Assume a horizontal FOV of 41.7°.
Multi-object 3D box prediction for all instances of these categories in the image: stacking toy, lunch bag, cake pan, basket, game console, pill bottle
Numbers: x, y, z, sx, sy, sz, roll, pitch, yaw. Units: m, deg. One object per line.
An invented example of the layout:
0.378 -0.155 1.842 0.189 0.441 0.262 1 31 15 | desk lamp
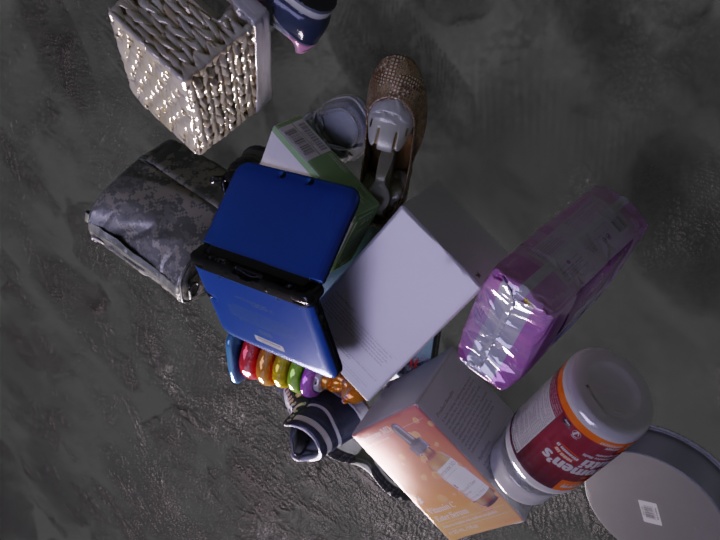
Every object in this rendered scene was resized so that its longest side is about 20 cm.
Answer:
-0.074 0.124 1.257 0.197 0.116 0.111 25 142 22 | stacking toy
-0.255 -0.062 1.294 0.198 0.167 0.141 34 140 19 | lunch bag
0.343 0.265 1.087 0.198 0.037 0.203 27 138 27 | cake pan
-0.185 -0.239 1.058 0.135 0.123 0.200 42 164 9 | basket
-0.080 -0.004 1.043 0.198 0.118 0.173 18 138 41 | game console
0.229 0.181 1.059 0.109 0.109 0.201 41 139 9 | pill bottle

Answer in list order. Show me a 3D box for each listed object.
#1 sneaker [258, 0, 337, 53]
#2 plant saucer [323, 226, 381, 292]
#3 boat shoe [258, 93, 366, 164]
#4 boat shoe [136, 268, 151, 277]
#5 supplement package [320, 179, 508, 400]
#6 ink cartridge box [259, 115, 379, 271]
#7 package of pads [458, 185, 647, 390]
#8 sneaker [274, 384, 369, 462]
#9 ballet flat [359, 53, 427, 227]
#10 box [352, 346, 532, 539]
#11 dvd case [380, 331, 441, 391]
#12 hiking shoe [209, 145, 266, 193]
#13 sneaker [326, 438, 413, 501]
-0.117 -0.312 1.019 0.200 0.070 0.082 43 141 10 | sneaker
0.000 0.000 1.151 0.196 0.027 0.204 6 106 19 | plant saucer
-0.055 -0.144 1.107 0.200 0.065 0.075 -16 110 51 | boat shoe
-0.277 -0.009 1.452 0.198 0.071 0.066 -4 138 50 | boat shoe
0.048 0.021 1.052 0.121 0.120 0.200 45 120 4 | supplement package
-0.070 -0.054 1.094 0.146 0.048 0.201 48 140 17 | ink cartridge box
0.181 0.012 0.896 0.075 0.199 0.121 40 139 17 | package of pads
-0.084 0.192 1.301 0.198 0.108 0.071 20 133 46 | sneaker
0.032 -0.130 1.018 0.069 0.066 0.203 9 130 8 | ballet flat
0.116 0.224 1.201 0.200 0.107 0.152 46 140 -7 | box
0.039 0.090 1.252 0.145 0.022 0.202 30 141 24 | dvd case
-0.108 -0.056 1.207 0.201 0.101 0.076 50 143 -2 | hiking shoe
0.027 0.259 1.387 0.198 0.089 0.077 34 103 -8 | sneaker
